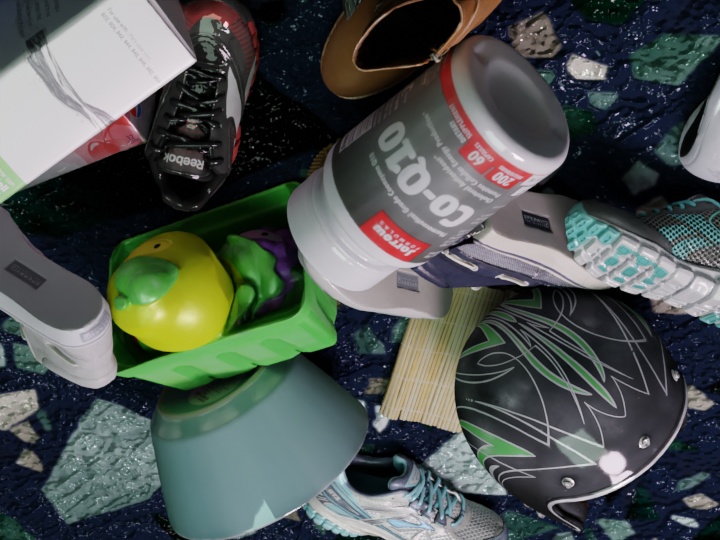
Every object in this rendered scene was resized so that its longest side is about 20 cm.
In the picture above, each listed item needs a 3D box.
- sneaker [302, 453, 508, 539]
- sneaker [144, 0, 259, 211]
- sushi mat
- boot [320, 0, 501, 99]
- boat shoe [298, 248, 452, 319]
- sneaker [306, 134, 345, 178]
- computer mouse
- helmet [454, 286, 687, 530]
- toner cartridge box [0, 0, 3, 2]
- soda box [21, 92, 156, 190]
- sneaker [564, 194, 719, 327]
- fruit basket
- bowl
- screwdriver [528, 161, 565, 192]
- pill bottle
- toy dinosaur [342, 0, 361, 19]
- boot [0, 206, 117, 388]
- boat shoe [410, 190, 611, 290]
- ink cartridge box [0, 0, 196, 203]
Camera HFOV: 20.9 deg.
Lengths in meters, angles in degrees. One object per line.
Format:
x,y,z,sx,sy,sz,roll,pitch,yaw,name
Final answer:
0.047,0.222,1.848,0.200,0.078,0.086,14,132,-5,sneaker
-0.124,-0.126,1.518,0.071,0.098,0.201,14,134,-1,sneaker
0.082,0.077,1.740,0.095,0.012,0.200,11,135,-5,sushi mat
0.027,-0.165,1.402,0.200,0.155,0.077,-28,105,30,boot
0.000,0.000,1.587,0.068,0.072,0.200,-4,173,33,boat shoe
0.059,-0.082,1.556,0.200,0.075,0.090,-15,139,31,sneaker
0.302,-0.128,1.479,0.109,0.044,0.200,14,135,-6,computer mouse
0.174,0.107,1.622,0.200,0.200,0.191,-1,155,11,helmet
-0.328,-0.219,1.498,0.200,0.043,0.095,39,129,-26,toner cartridge box
-0.264,-0.115,1.576,0.200,0.063,0.070,-19,129,25,soda box
0.250,-0.024,1.560,0.200,0.091,0.078,23,155,-23,sneaker
-0.136,0.010,1.610,0.215,0.156,0.216,-1,148,0,fruit basket
-0.104,0.133,1.718,0.201,0.201,0.105,-18,114,25,bowl
0.099,-0.042,1.611,0.028,0.029,0.200,31,131,-20,screwdriver
0.046,-0.073,1.436,0.114,0.114,0.200,36,127,-24,pill bottle
-0.030,-0.257,1.381,0.136,0.102,0.200,40,152,-6,toy dinosaur
-0.275,0.022,1.574,0.200,0.074,0.096,37,151,27,boot
0.122,-0.017,1.574,0.093,0.075,0.200,-28,146,36,boat shoe
-0.227,-0.151,1.427,0.200,0.146,0.084,-34,119,7,ink cartridge box
